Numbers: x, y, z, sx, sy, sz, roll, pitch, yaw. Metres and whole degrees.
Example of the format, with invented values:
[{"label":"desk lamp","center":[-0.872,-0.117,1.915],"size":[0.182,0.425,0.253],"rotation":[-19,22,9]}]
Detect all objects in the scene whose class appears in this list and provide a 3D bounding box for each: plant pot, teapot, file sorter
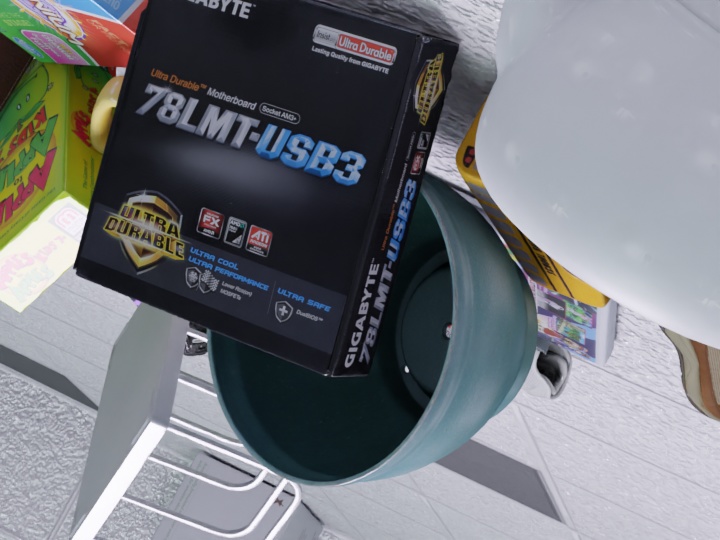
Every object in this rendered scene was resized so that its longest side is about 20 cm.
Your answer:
[{"label":"plant pot","center":[0.023,0.033,1.328],"size":[0.200,0.201,0.134],"rotation":[16,-175,43]},{"label":"teapot","center":[0.158,-0.065,0.944],"size":[0.199,0.146,0.198],"rotation":[12,-153,-40]},{"label":"file sorter","center":[-0.106,0.099,1.526],"size":[0.124,0.201,0.139],"rotation":[24,128,-14]}]

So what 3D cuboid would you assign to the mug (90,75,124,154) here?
[{"label":"mug","center":[-0.077,-0.055,1.440],"size":[0.185,0.150,0.153],"rotation":[-5,164,-13]}]

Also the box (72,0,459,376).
[{"label":"box","center":[-0.058,-0.063,1.268],"size":[0.199,0.200,0.050],"rotation":[21,-170,30]}]

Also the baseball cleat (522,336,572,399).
[{"label":"baseball cleat","center":[0.109,0.079,1.751],"size":[0.106,0.070,0.200],"rotation":[28,168,2]}]

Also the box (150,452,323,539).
[{"label":"box","center":[-0.202,0.435,3.503],"size":[0.199,0.200,0.171],"rotation":[24,166,20]}]

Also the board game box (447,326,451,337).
[{"label":"board game box","center":[0.000,0.000,1.583],"size":[0.200,0.048,0.102],"rotation":[41,173,4]}]

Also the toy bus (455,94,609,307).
[{"label":"toy bus","center":[0.113,-0.048,1.263],"size":[0.078,0.065,0.200],"rotation":[23,167,28]}]

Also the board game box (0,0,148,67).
[{"label":"board game box","center":[-0.211,-0.192,1.442],"size":[0.153,0.040,0.200],"rotation":[37,165,-33]}]

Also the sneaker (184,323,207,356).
[{"label":"sneaker","center":[-0.144,-0.034,1.650],"size":[0.074,0.201,0.079],"rotation":[-15,-179,-26]}]

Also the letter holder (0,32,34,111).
[{"label":"letter holder","center":[-0.344,-0.177,1.554],"size":[0.100,0.143,0.200],"rotation":[14,161,47]}]

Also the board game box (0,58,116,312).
[{"label":"board game box","center":[-0.221,-0.075,1.540],"size":[0.048,0.101,0.201],"rotation":[36,-153,-30]}]

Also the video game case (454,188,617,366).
[{"label":"video game case","center":[0.098,-0.004,1.563],"size":[0.182,0.023,0.200],"rotation":[26,166,12]}]

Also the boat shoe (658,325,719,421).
[{"label":"boat shoe","center":[0.239,0.048,1.347],"size":[0.074,0.076,0.200],"rotation":[17,164,30]}]

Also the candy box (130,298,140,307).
[{"label":"candy box","center":[-0.096,0.004,1.770],"size":[0.167,0.072,0.200],"rotation":[4,164,9]}]
